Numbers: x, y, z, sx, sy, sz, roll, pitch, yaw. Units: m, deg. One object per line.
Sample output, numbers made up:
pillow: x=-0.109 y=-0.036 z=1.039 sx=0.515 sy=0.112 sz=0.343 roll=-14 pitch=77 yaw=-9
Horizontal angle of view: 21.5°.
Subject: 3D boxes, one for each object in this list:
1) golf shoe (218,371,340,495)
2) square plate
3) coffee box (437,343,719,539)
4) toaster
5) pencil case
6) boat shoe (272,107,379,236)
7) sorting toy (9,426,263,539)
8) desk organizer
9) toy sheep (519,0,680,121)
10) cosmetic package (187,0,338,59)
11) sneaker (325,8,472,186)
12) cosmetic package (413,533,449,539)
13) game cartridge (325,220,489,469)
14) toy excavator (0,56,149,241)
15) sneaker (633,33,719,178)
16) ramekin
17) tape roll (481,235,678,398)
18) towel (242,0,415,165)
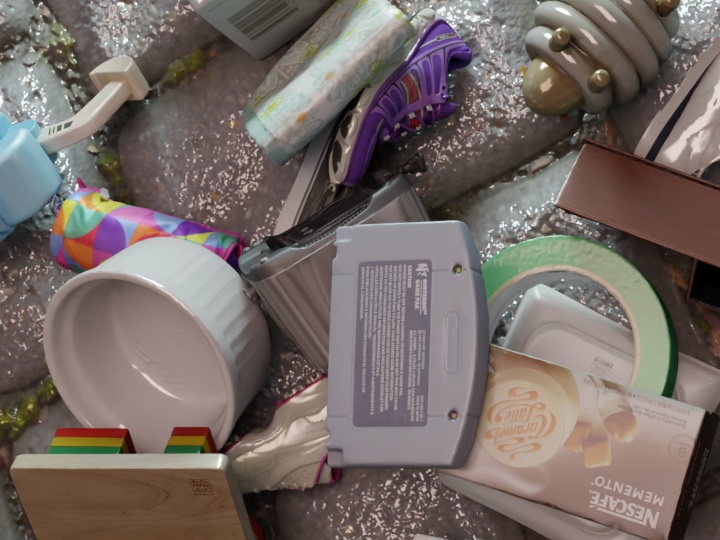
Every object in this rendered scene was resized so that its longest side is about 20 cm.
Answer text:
golf shoe: x=-0.074 y=0.173 z=1.709 sx=0.199 sy=0.075 sz=0.092 roll=-37 pitch=89 yaw=17
square plate: x=0.190 y=0.137 z=1.650 sx=0.199 sy=0.028 sz=0.200 roll=26 pitch=90 yaw=20
coffee box: x=0.178 y=0.141 z=1.545 sx=0.198 sy=0.080 sz=0.115 roll=17 pitch=87 yaw=21
toaster: x=0.000 y=0.000 z=1.668 sx=0.199 sy=0.114 sz=0.130 roll=-33 pitch=105 yaw=-10
pencil case: x=-0.197 y=-0.020 z=1.778 sx=0.198 sy=0.088 sz=0.089 roll=19 pitch=87 yaw=19
boat shoe: x=-0.034 y=-0.054 z=1.738 sx=0.056 sy=0.069 sz=0.202 roll=17 pitch=84 yaw=20
sorting toy: x=-0.183 y=0.224 z=1.686 sx=0.198 sy=0.200 sz=0.070 roll=-2 pitch=38 yaw=16
desk organizer: x=0.265 y=-0.032 z=1.610 sx=0.198 sy=0.072 sz=0.077 roll=21 pitch=59 yaw=15
toy sheep: x=0.216 y=-0.212 z=1.651 sx=0.200 sy=0.138 sz=0.138 roll=-43 pitch=70 yaw=-5
cosmetic package: x=-0.103 y=-0.340 z=1.758 sx=0.166 sy=0.167 sz=0.201 roll=-33 pitch=73 yaw=11
sneaker: x=0.039 y=-0.149 z=1.696 sx=0.083 sy=0.081 sz=0.201 roll=36 pitch=64 yaw=-2
cosmetic package: x=0.137 y=0.298 z=1.609 sx=0.198 sy=0.085 sz=0.109 roll=9 pitch=81 yaw=21
game cartridge: x=0.039 y=0.061 z=1.550 sx=0.132 sy=0.041 sz=0.202 roll=-2 pitch=79 yaw=26
toy excavator: x=-0.309 y=-0.113 z=1.808 sx=0.198 sy=0.100 sz=0.195 roll=-15 pitch=33 yaw=25
sneaker: x=0.318 y=-0.149 z=1.643 sx=0.080 sy=0.076 sz=0.201 roll=35 pitch=100 yaw=13
ramekin: x=-0.176 y=0.069 z=1.701 sx=0.199 sy=0.098 sz=0.202 roll=15 pitch=123 yaw=23
tape roll: x=0.171 y=0.073 z=1.628 sx=0.198 sy=0.048 sz=0.203 roll=-3 pitch=80 yaw=17
towel: x=-0.034 y=-0.180 z=1.703 sx=0.048 sy=0.200 sz=0.171 roll=42 pitch=96 yaw=-15
